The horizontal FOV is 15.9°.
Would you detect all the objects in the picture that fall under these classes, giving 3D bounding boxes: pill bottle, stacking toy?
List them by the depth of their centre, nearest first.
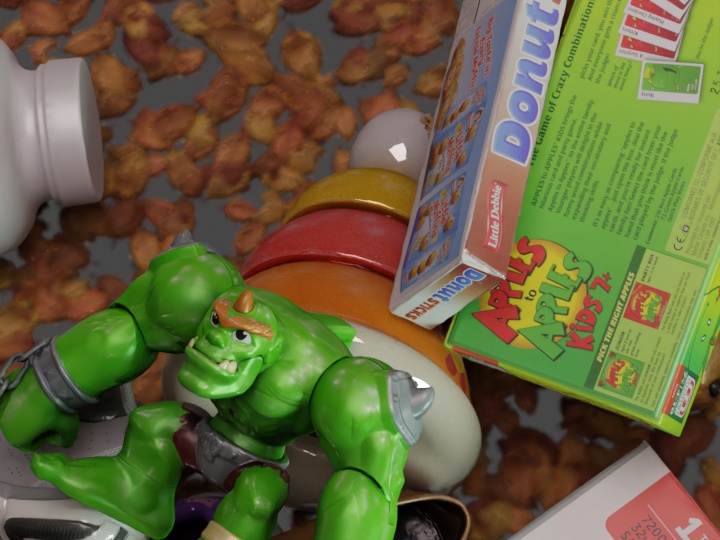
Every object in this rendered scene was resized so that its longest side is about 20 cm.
[{"bbox_3d":[0.000,0.000,1.191,0.146,0.146,0.200,10,54,8],"label":"stacking toy"},{"bbox_3d":[-0.226,-0.056,1.223,0.200,0.111,0.111,-7,68,1],"label":"pill bottle"}]

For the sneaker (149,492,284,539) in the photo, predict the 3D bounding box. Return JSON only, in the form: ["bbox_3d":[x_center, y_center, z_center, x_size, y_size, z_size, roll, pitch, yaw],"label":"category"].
[{"bbox_3d":[-0.080,0.185,1.131,0.080,0.088,0.200,6,70,5],"label":"sneaker"}]

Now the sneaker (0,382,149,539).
[{"bbox_3d":[-0.158,0.083,1.173,0.200,0.075,0.116,4,52,33],"label":"sneaker"}]

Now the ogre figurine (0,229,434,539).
[{"bbox_3d":[-0.054,0.064,1.046,0.200,0.098,0.120,33,93,48],"label":"ogre figurine"}]

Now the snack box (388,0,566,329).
[{"bbox_3d":[0.057,-0.077,1.115,0.024,0.072,0.200,23,63,-18],"label":"snack box"}]

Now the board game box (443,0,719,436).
[{"bbox_3d":[0.121,-0.041,1.102,0.102,0.048,0.200,20,87,21],"label":"board game box"}]

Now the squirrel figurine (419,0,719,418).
[{"bbox_3d":[0.129,-0.030,1.192,0.200,0.142,0.187,28,84,23],"label":"squirrel figurine"}]

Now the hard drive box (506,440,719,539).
[{"bbox_3d":[0.090,0.198,1.120,0.200,0.077,0.156,-35,71,-10],"label":"hard drive box"}]

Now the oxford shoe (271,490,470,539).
[{"bbox_3d":[-0.034,0.141,1.079,0.200,0.071,0.071,-30,87,-36],"label":"oxford shoe"}]
